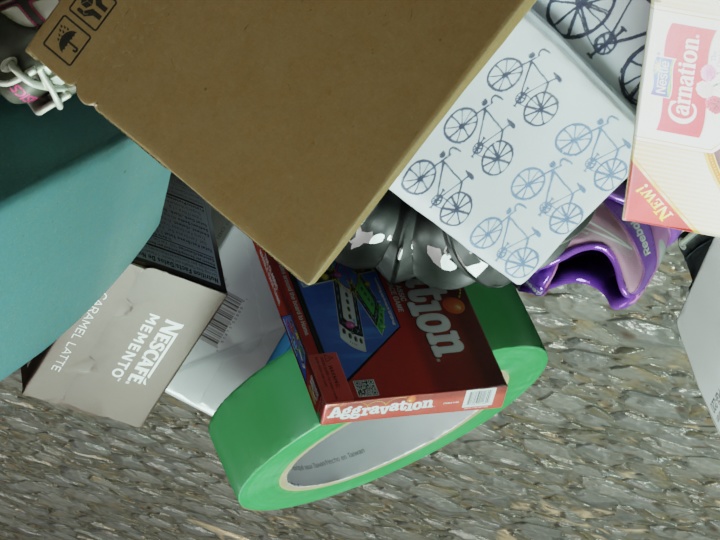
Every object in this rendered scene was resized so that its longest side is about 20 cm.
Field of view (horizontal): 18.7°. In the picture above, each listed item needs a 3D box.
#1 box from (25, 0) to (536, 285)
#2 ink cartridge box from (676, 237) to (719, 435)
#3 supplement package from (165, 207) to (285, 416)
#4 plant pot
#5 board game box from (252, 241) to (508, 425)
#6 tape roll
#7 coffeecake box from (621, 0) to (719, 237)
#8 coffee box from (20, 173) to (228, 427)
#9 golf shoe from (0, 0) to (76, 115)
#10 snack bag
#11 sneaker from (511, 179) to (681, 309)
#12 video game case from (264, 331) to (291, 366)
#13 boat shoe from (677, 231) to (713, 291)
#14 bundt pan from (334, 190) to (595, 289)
[{"bbox_3d":[-0.021,-0.121,0.909,0.163,0.200,0.021,39,-173,9],"label":"box"},{"bbox_3d":[0.272,0.008,1.107,0.198,0.085,0.146,-20,161,-8],"label":"ink cartridge box"},{"bbox_3d":[-0.106,0.014,1.429,0.119,0.122,0.200,30,180,-33],"label":"supplement package"},{"bbox_3d":[-0.194,-0.042,1.129,0.141,0.199,0.142,38,134,23],"label":"plant pot"},{"bbox_3d":[0.000,0.000,1.182,0.102,0.201,0.020,-4,135,-20],"label":"board game box"},{"bbox_3d":[0.011,0.074,1.271,0.199,0.048,0.201,-23,163,-7],"label":"tape roll"},{"bbox_3d":[0.222,-0.085,0.936,0.198,0.073,0.155,11,125,11],"label":"coffeecake box"},{"bbox_3d":[-0.151,-0.018,1.313,0.079,0.201,0.115,20,122,-26],"label":"coffee box"},{"bbox_3d":[-0.126,-0.113,1.025,0.199,0.089,0.077,-1,152,35],"label":"golf shoe"},{"bbox_3d":[0.088,-0.102,0.976,0.188,0.200,0.021,36,-170,-46],"label":"snack bag"},{"bbox_3d":[0.094,-0.034,1.281,0.198,0.089,0.081,17,162,2],"label":"sneaker"},{"bbox_3d":[0.014,0.029,1.371,0.018,0.144,0.200,33,-175,23],"label":"video game case"},{"bbox_3d":[0.238,-0.037,1.174,0.075,0.061,0.200,-4,155,-39],"label":"boat shoe"},{"bbox_3d":[0.030,-0.057,1.100,0.200,0.076,0.202,11,150,7],"label":"bundt pan"}]
